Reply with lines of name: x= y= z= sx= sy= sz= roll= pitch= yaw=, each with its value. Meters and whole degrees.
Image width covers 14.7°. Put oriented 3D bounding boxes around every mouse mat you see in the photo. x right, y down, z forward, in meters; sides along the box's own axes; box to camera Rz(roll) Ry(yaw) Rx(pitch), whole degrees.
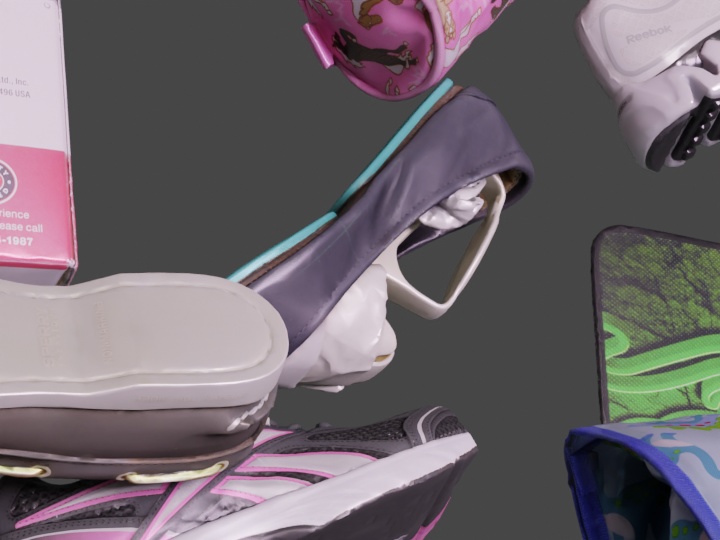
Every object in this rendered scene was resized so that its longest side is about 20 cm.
mouse mat: x=0.188 y=0.066 z=1.150 sx=0.199 sy=0.008 sz=0.162 roll=8 pitch=62 yaw=-19

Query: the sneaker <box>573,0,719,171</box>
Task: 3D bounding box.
sneaker: x=0.177 y=-0.117 z=1.202 sx=0.200 sy=0.075 sz=0.081 roll=-25 pitch=68 yaw=-32

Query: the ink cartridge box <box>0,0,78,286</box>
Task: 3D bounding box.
ink cartridge box: x=-0.186 y=-0.080 z=1.013 sx=0.146 sy=0.083 sz=0.201 roll=4 pitch=64 yaw=-22

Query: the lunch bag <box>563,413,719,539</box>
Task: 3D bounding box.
lunch bag: x=0.184 y=0.119 z=1.042 sx=0.169 sy=0.128 sz=0.200 roll=-2 pitch=36 yaw=-19

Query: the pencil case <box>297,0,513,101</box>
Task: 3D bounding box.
pencil case: x=0.057 y=-0.153 z=1.154 sx=0.083 sy=0.087 sz=0.200 roll=32 pitch=54 yaw=21

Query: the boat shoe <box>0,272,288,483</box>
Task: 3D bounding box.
boat shoe: x=-0.127 y=0.037 z=0.936 sx=0.201 sy=0.060 sz=0.072 roll=3 pitch=43 yaw=-12

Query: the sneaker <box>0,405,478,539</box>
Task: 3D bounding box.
sneaker: x=-0.049 y=0.078 z=1.001 sx=0.199 sy=0.080 sz=0.086 roll=-17 pitch=62 yaw=-35

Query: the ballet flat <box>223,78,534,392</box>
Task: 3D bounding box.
ballet flat: x=0.000 y=0.000 z=1.065 sx=0.073 sy=0.073 sz=0.200 roll=46 pitch=54 yaw=3
